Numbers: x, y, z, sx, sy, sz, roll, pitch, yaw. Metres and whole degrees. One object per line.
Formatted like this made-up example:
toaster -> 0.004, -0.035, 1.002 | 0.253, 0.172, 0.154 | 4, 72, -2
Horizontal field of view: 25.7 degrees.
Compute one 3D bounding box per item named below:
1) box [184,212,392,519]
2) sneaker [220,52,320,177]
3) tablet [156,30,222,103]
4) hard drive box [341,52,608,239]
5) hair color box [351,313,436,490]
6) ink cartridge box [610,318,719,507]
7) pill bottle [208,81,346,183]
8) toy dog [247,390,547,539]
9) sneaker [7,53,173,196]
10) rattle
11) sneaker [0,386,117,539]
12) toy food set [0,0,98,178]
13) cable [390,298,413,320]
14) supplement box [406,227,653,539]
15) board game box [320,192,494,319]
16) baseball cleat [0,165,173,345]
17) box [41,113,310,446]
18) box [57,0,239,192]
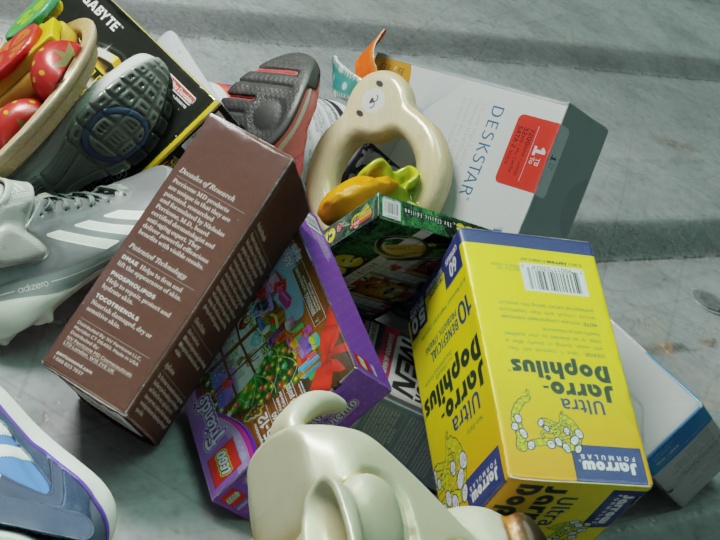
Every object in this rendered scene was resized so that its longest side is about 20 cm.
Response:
box -> -0.065, 0.055, 1.092 | 0.039, 0.137, 0.200 | 34, 19, -36
sneaker -> -0.078, -0.078, 1.275 | 0.074, 0.200, 0.087 | 17, -8, 32
tablet -> -0.160, -0.097, 1.281 | 0.014, 0.130, 0.200 | 26, 22, -43
hard drive box -> 0.080, -0.078, 1.297 | 0.200, 0.156, 0.077 | 20, -2, 37
hair color box -> 0.068, 0.116, 1.188 | 0.200, 0.061, 0.099 | 25, 29, -5
ink cartridge box -> 0.230, 0.119, 1.263 | 0.116, 0.067, 0.200 | 45, 1, 30
pill bottle -> -0.066, -0.099, 1.379 | 0.200, 0.112, 0.111 | 5, 35, -36
toy dog -> 0.020, 0.183, 0.967 | 0.200, 0.140, 0.194 | 25, 33, -31
sneaker -> -0.225, -0.092, 1.171 | 0.087, 0.200, 0.075 | 39, -10, 42
rattle -> -0.012, -0.117, 1.238 | 0.143, 0.130, 0.200 | 12, 68, -44
sneaker -> -0.241, 0.126, 0.883 | 0.200, 0.081, 0.146 | 35, 24, 3
toy food set -> -0.271, -0.117, 1.159 | 0.049, 0.200, 0.198 | 44, 12, -25
cable -> 0.090, 0.029, 1.315 | 0.200, 0.051, 0.163 | 21, 12, -28
supplement box -> 0.112, 0.085, 1.099 | 0.109, 0.109, 0.200 | 6, 53, -20
board game box -> 0.000, 0.000, 1.191 | 0.105, 0.200, 0.024 | 18, 61, -28
baseball cleat -> -0.205, -0.037, 1.106 | 0.070, 0.107, 0.200 | 4, 39, 43
box -> -0.118, 0.007, 1.045 | 0.075, 0.200, 0.100 | 31, -13, 13
box -> -0.217, -0.125, 1.248 | 0.200, 0.160, 0.049 | 45, -1, 29
